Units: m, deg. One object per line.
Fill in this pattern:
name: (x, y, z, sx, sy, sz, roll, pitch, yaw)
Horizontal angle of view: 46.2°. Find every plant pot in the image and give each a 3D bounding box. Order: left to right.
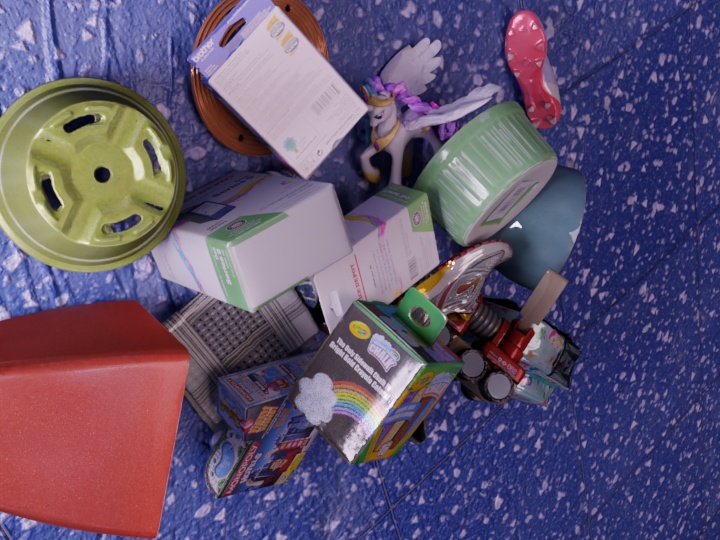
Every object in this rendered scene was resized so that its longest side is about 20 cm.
plant pot: (-0.305, 0.143, 0.864, 0.176, 0.200, 0.200, 7, 100, -33)
plant pot: (-0.245, -0.087, 0.784, 0.200, 0.190, 0.201, -3, 97, -22)
plant pot: (0.241, -0.084, 1.314, 0.134, 0.200, 0.201, 18, 92, -9)

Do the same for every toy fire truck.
toy fire truck: (0.189, 0.071, 1.225, 0.176, 0.129, 0.200, 39, 75, -6)

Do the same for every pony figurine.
pony figurine: (0.073, -0.199, 1.138, 0.193, 0.166, 0.200, -35, 141, -21)

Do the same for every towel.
towel: (-0.151, 0.091, 1.068, 0.193, 0.035, 0.200, -43, 135, -18)

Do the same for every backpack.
backpack: (0.244, 0.126, 1.375, 0.200, 0.177, 0.151, 40, 73, -50)

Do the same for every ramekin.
ramekin: (0.175, -0.125, 1.160, 0.200, 0.098, 0.200, -38, 164, -13)

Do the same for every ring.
ring: (-0.119, -0.238, 1.017, 0.200, 0.019, 0.201, -17, 116, -40)

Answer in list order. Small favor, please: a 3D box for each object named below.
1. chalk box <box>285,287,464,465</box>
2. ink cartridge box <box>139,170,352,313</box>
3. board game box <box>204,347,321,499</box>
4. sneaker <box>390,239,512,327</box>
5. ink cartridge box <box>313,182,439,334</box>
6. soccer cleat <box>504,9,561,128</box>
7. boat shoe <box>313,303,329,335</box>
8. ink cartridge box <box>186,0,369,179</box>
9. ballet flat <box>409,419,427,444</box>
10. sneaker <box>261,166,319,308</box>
chalk box: (0.032, 0.117, 1.027, 0.200, 0.125, 0.124, -54, 154, 12)
ink cartridge box: (-0.131, -0.040, 0.945, 0.145, 0.200, 0.088, -32, 117, -30)
board game box: (-0.125, 0.194, 1.095, 0.200, 0.062, 0.200, 9, 116, -57)
sneaker: (0.133, 0.026, 1.161, 0.200, 0.078, 0.082, -34, 90, -19)
ink cartridge box: (0.005, -0.011, 1.075, 0.200, 0.067, 0.117, -37, 131, -29)
soccer cleat: (0.276, -0.321, 1.342, 0.077, 0.067, 0.200, -65, 139, -51)
boat shoe: (0.000, 0.000, 1.175, 0.070, 0.070, 0.200, 29, 84, -49)
ink cartridge box: (-0.095, -0.214, 0.975, 0.119, 0.042, 0.200, -49, 122, -4)
ballet flat: (0.088, 0.209, 1.283, 0.066, 0.057, 0.200, -43, 160, -19)
sneaker: (-0.073, -0.044, 1.090, 0.085, 0.077, 0.200, -35, 127, -35)
